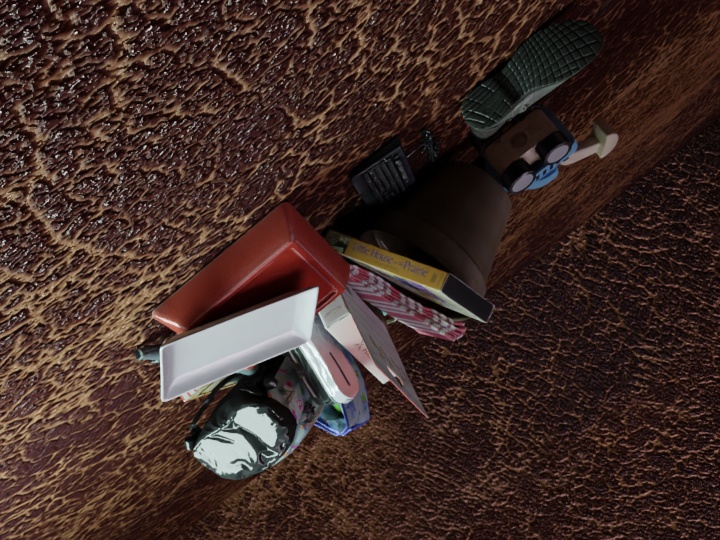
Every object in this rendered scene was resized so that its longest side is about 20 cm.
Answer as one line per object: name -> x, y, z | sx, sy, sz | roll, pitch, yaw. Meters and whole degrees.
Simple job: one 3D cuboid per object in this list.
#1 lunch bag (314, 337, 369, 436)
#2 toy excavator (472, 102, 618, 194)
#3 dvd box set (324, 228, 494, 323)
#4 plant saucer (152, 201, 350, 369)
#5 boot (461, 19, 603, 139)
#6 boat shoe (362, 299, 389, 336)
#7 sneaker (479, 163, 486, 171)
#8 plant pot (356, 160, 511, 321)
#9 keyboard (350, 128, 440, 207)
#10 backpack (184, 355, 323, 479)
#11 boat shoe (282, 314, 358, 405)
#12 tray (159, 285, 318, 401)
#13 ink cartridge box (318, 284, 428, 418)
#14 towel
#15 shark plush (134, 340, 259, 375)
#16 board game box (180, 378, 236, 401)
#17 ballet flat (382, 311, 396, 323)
lunch bag -> -0.067, 0.181, 1.768 | 0.127, 0.200, 0.170 | -41, 170, 10
toy excavator -> 0.282, -0.180, 1.592 | 0.194, 0.100, 0.200 | -38, 155, 7
dvd box set -> 0.063, 0.007, 1.416 | 0.146, 0.200, 0.029 | 32, 81, -53
plant saucer -> -0.114, 0.033, 1.259 | 0.200, 0.037, 0.200 | -40, 148, 2
boot -> 0.215, -0.243, 1.367 | 0.200, 0.068, 0.131 | -34, 176, 13
boat shoe -> -0.029, 0.078, 1.635 | 0.072, 0.072, 0.200 | -23, -155, -26
sneaker -> 0.229, -0.156, 1.693 | 0.200, 0.071, 0.083 | -45, -174, 40
plant pot -> 0.123, -0.056, 1.533 | 0.174, 0.200, 0.200 | -52, 174, -19
keyboard -> 0.051, -0.132, 1.357 | 0.127, 0.021, 0.200 | -39, 170, 2
backpack -> -0.128, 0.190, 1.472 | 0.167, 0.127, 0.200 | -32, -169, 26
boat shoe -> -0.079, 0.094, 1.409 | 0.071, 0.200, 0.072 | -24, -175, 30
tray -> -0.142, 0.078, 1.233 | 0.200, 0.022, 0.108 | -21, 144, -26
ink cartridge box -> 0.009, 0.104, 1.427 | 0.043, 0.174, 0.200 | -30, 145, 8
towel -> 0.039, 0.038, 1.496 | 0.030, 0.200, 0.146 | -61, -164, -8
shark plush -> -0.205, 0.079, 1.351 | 0.200, 0.091, 0.083 | -2, 126, -39
board game box -> -0.170, 0.114, 1.556 | 0.151, 0.046, 0.200 | -42, 169, 16
ballet flat -> 0.058, 0.043, 1.754 | 0.200, 0.071, 0.067 | -26, -151, -16
